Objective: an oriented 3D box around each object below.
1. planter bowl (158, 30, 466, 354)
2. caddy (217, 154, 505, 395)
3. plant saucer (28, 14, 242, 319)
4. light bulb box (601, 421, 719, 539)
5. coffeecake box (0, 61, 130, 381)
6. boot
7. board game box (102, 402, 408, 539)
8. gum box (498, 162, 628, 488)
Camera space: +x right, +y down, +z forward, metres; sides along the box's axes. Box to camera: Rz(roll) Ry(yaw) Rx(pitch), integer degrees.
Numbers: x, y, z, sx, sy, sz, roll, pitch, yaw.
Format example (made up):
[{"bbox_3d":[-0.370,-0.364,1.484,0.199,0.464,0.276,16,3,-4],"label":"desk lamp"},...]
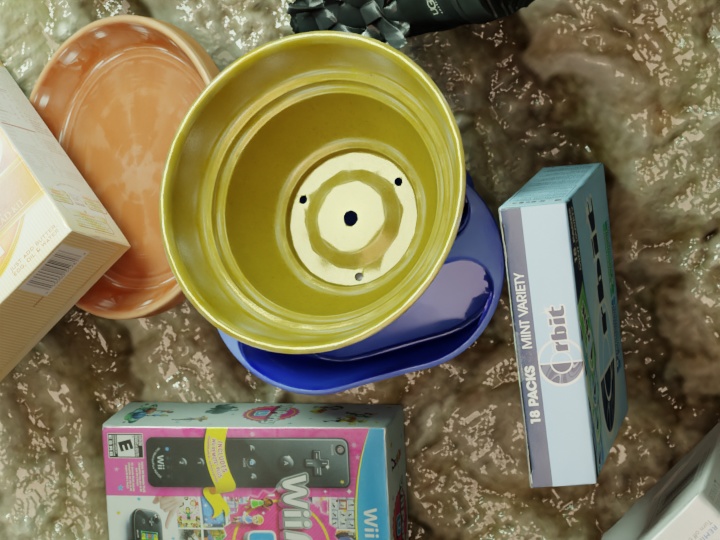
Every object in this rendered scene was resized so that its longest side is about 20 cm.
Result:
[{"bbox_3d":[-0.018,-0.040,1.530,0.200,0.083,0.201,-5,76,20],"label":"planter bowl"},{"bbox_3d":[0.000,0.000,1.614,0.199,0.105,0.142,-16,96,14],"label":"caddy"},{"bbox_3d":[-0.151,-0.068,1.638,0.200,0.032,0.201,0,90,41],"label":"plant saucer"},{"bbox_3d":[0.250,0.224,1.548,0.200,0.198,0.125,44,107,1],"label":"light bulb box"},{"bbox_3d":[-0.272,-0.041,1.648,0.154,0.073,0.200,-45,64,15],"label":"coffeecake box"},{"bbox_3d":[0.061,-0.191,1.567,0.162,0.198,0.074,-7,108,44],"label":"boot"},{"bbox_3d":[-0.069,0.168,1.680,0.199,0.064,0.148,-1,100,12],"label":"board game box"},{"bbox_3d":[0.130,0.029,1.542,0.044,0.200,0.171,-5,98,13],"label":"gum box"}]
